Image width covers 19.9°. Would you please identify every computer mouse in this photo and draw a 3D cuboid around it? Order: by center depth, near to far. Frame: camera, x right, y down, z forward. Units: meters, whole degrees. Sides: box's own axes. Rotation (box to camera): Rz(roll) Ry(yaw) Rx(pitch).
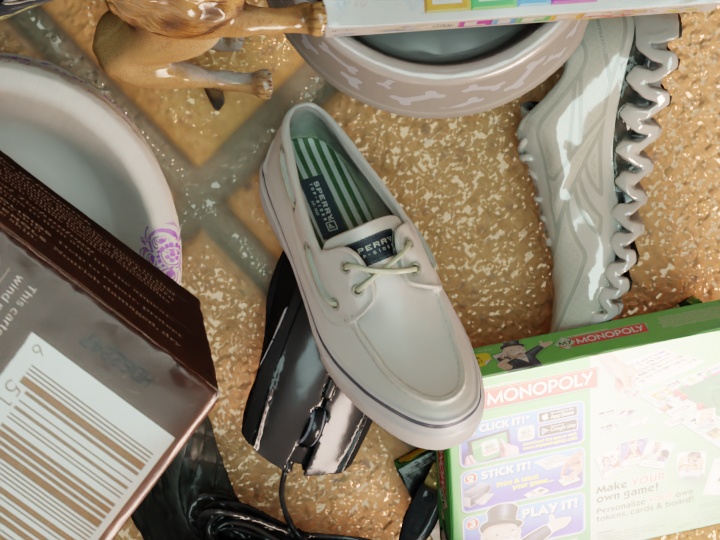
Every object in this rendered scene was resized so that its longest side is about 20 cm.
[{"bbox_3d":[0.001,0.077,1.118,0.139,0.046,0.202,23,80,-19],"label":"computer mouse"}]

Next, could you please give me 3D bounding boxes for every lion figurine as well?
[{"bbox_3d":[-0.093,-0.125,1.014,0.121,0.200,0.073,-1,67,-21],"label":"lion figurine"}]

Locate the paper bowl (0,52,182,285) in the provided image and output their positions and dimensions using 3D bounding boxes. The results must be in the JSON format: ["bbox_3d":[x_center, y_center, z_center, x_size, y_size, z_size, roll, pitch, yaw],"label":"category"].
[{"bbox_3d":[-0.194,-0.012,1.064,0.198,0.104,0.203,-2,101,-8],"label":"paper bowl"}]

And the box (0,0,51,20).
[{"bbox_3d":[-0.206,-0.217,0.987,0.051,0.157,0.202,-16,97,-31],"label":"box"}]

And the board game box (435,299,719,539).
[{"bbox_3d":[0.139,0.091,1.123,0.198,0.029,0.136,-10,121,-10],"label":"board game box"}]

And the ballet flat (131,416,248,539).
[{"bbox_3d":[-0.100,0.114,1.138,0.066,0.057,0.202,-15,99,24],"label":"ballet flat"}]

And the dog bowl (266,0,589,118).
[{"bbox_3d":[0.040,-0.183,1.069,0.198,0.059,0.203,0,90,-1],"label":"dog bowl"}]

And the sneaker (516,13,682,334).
[{"bbox_3d":[0.121,-0.050,1.128,0.080,0.075,0.202,10,94,1],"label":"sneaker"}]

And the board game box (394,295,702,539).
[{"bbox_3d":[0.129,0.108,1.176,0.199,0.023,0.105,-28,101,-2],"label":"board game box"}]

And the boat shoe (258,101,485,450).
[{"bbox_3d":[0.000,0.000,1.057,0.073,0.067,0.201,-24,61,-21],"label":"boat shoe"}]

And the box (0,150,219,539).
[{"bbox_3d":[-0.178,0.049,0.922,0.164,0.200,0.166,37,93,-12],"label":"box"}]

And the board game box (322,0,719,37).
[{"bbox_3d":[0.076,-0.192,1.023,0.198,0.034,0.136,-4,90,0],"label":"board game box"}]
